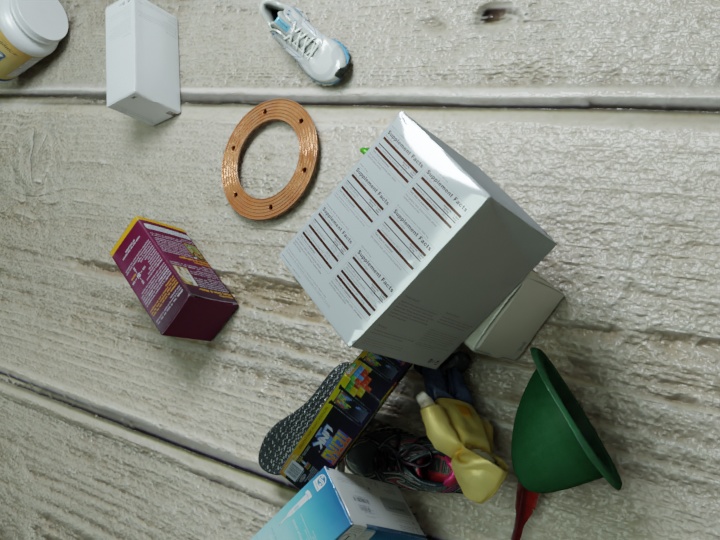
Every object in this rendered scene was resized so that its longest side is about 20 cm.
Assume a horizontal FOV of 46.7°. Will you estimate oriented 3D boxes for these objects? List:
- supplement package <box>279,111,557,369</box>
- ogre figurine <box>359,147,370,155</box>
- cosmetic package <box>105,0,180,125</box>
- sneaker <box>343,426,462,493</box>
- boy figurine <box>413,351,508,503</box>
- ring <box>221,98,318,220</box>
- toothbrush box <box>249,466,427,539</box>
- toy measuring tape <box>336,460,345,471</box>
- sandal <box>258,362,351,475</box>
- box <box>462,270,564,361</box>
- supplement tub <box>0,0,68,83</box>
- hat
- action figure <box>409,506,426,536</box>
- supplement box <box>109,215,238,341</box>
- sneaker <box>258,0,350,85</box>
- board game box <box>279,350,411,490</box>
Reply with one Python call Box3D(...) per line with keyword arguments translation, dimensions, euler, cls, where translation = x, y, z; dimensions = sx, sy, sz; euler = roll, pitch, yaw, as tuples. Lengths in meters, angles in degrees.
Box3D(translation=(0.064, -0.023, 0.891), dimensions=(0.200, 0.191, 0.147), euler=(-48, 58, 13), cls="supplement package")
Box3D(translation=(0.030, -0.095, 1.116), dimensions=(0.200, 0.098, 0.120), euler=(-133, 50, -66), cls="ogre figurine")
Box3D(translation=(-0.389, -0.375, 1.493), dimensions=(0.081, 0.113, 0.200), euler=(-14, 70, 32), cls="cosmetic package")
Box3D(translation=(0.060, 0.240, 1.066), dimensions=(0.200, 0.075, 0.081), euler=(-5, 77, 35), cls="sneaker")
Box3D(translation=(0.117, 0.180, 0.993), dimensions=(0.064, 0.124, 0.200), euler=(-45, 34, 23), cls="boy figurine")
Box3D(translation=(-0.144, -0.176, 1.335), dimensions=(0.200, 0.019, 0.201), euler=(-8, 75, 33), cls="ring")
Box3D(translation=(-0.045, 0.342, 1.004), dimensions=(0.200, 0.146, 0.085), euler=(-45, 47, 15), cls="toothbrush box")
Box3D(translation=(-0.053, 0.309, 1.135), dimensions=(0.073, 0.074, 0.200), euler=(-4, 77, 34), cls="toy measuring tape")
Box3D(translation=(-0.060, 0.217, 1.179), dimensions=(0.200, 0.048, 0.075), euler=(-44, 57, 4), cls="sandal")
Box3D(translation=(0.129, 0.006, 1.035), dimensions=(0.200, 0.128, 0.109), euler=(42, 103, 33), cls="box")
Box3D(translation=(-0.718, -0.491, 1.727), dimensions=(0.200, 0.145, 0.145), euler=(-21, 69, 30), cls="supplement tub")
Box3D(translation=(0.173, 0.213, 0.924), dimensions=(0.176, 0.166, 0.200), euler=(-33, 81, 13), cls="hat")
Box3D(translation=(0.044, 0.385, 1.051), dimensions=(0.130, 0.069, 0.200), euler=(-45, 55, 26), cls="action figure")
Box3D(translation=(-0.302, 0.014, 1.347), dimensions=(0.086, 0.110, 0.200), euler=(-51, 56, 16), cls="supplement box")
Box3D(translation=(-0.097, -0.360, 1.301), dimensions=(0.075, 0.087, 0.200), euler=(-52, 58, 13), cls="sneaker")
Box3D(translation=(-0.003, 0.160, 1.019), dimensions=(0.057, 0.165, 0.200), euler=(37, 127, 8), cls="board game box")
